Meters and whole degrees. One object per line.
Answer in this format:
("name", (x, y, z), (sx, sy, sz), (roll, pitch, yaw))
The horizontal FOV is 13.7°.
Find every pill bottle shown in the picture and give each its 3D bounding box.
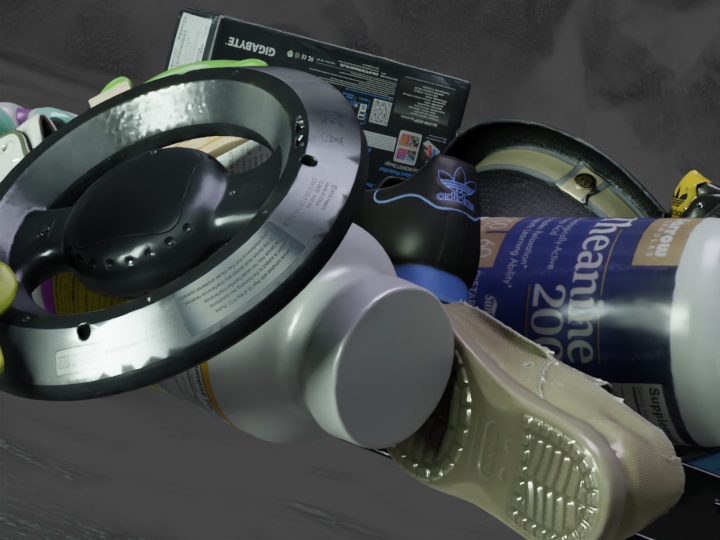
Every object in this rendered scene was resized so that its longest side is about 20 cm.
("pill bottle", (0.140, 0.029, 1.468), (0.199, 0.112, 0.111), (1, -1, 26))
("pill bottle", (-0.052, 0.015, 1.343), (0.200, 0.105, 0.104), (22, 8, 43))

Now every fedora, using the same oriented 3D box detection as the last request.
("fedora", (0.100, 0.015, 1.711), (0.200, 0.201, 0.092), (21, 43, 36))

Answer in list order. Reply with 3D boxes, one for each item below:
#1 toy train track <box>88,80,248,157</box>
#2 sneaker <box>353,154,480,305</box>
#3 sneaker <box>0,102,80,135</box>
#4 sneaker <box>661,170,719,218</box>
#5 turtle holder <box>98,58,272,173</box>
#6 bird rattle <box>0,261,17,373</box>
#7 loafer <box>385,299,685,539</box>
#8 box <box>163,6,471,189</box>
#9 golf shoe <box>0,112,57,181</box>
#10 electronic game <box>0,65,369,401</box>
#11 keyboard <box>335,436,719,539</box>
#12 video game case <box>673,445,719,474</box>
("toy train track", (-0.097, -0.028, 1.498), (0.200, 0.114, 0.033), (61, -1, 38))
("sneaker", (0.000, 0.000, 1.470), (0.070, 0.078, 0.200), (22, -21, -26))
("sneaker", (-0.224, -0.077, 1.855), (0.199, 0.078, 0.140), (15, 7, -15))
("sneaker", (0.172, -0.003, 1.603), (0.199, 0.090, 0.070), (-26, 15, -11))
("turtle holder", (-0.085, -0.029, 1.623), (0.141, 0.185, 0.132), (54, 9, 15))
("bird rattle", (-0.238, -0.021, 1.233), (0.199, 0.113, 0.163), (17, 22, 42))
("loafer", (0.071, 0.070, 1.317), (0.068, 0.076, 0.200), (5, 21, -33))
("box", (-0.037, -0.061, 1.812), (0.199, 0.160, 0.046), (11, 5, -38))
("golf shoe", (-0.178, -0.035, 1.506), (0.199, 0.098, 0.078), (19, 8, 35))
("electronic game", (-0.089, -0.019, 1.287), (0.200, 0.200, 0.042), (23, -31, 49))
("keyboard", (0.091, 0.097, 1.384), (0.199, 0.040, 0.104), (20, 30, 26))
("video game case", (0.216, 0.070, 1.536), (0.199, 0.018, 0.143), (-14, 13, -10))
